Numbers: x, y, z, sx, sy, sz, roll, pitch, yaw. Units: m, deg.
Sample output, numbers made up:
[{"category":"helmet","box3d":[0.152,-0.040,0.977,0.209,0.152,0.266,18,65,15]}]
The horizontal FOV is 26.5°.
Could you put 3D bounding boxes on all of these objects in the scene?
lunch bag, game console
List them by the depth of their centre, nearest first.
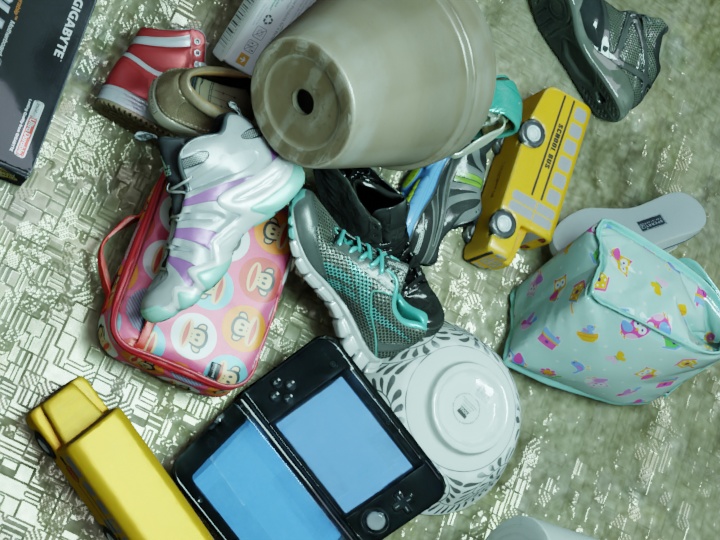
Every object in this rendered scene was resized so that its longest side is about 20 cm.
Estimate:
[{"category":"game console","box3d":[-0.044,0.196,1.442,0.175,0.116,0.201,-36,98,16]},{"category":"lunch bag","box3d":[-0.163,0.004,1.453,0.175,0.082,0.202,23,71,-15]},{"category":"lunch bag","box3d":[0.275,0.059,1.580,0.198,0.170,0.123,24,52,-18]}]

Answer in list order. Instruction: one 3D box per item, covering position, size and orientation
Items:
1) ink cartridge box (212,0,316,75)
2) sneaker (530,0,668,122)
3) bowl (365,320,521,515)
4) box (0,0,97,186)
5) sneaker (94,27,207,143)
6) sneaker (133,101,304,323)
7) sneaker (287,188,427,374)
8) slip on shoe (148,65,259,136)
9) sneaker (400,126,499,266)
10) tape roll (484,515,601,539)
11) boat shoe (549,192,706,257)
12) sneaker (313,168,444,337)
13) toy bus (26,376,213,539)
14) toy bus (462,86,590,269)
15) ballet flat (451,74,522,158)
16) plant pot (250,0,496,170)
[{"category":"ink cartridge box","box3d":[-0.015,-0.251,1.521,0.199,0.043,0.199,27,101,-34]},{"category":"sneaker","box3d":[0.266,-0.276,1.696,0.114,0.076,0.200,-39,100,-27]},{"category":"bowl","box3d":[0.091,0.142,1.530,0.198,0.094,0.204,4,80,-24]},{"category":"box","box3d":[-0.366,-0.208,1.415,0.197,0.050,0.202,24,72,-18]},{"category":"sneaker","box3d":[-0.147,-0.162,1.491,0.199,0.071,0.113,28,74,-15]},{"category":"sneaker","box3d":[-0.160,-0.063,1.367,0.140,0.078,0.200,45,74,-15]},{"category":"sneaker","box3d":[0.000,0.000,1.459,0.201,0.090,0.078,60,20,-26]},{"category":"slip on shoe","box3d":[-0.102,-0.153,1.440,0.198,0.060,0.077,13,68,-37]},{"category":"sneaker","box3d":[0.097,-0.089,1.595,0.083,0.070,0.201,44,68,-24]},{"category":"tape roll","box3d":[0.190,0.352,1.477,0.138,0.202,0.205,21,73,-20]},{"category":"boat shoe","box3d":[0.283,-0.034,1.664,0.198,0.066,0.072,-19,66,-29]},{"category":"sneaker","box3d":[0.021,-0.031,1.506,0.200,0.104,0.060,46,51,10]},{"category":"toy bus","box3d":[-0.216,0.192,1.383,0.065,0.078,0.201,-37,97,-25]},{"category":"toy bus","box3d":[0.176,-0.094,1.627,0.078,0.065,0.202,26,71,-19]},{"category":"ballet flat","box3d":[0.070,-0.143,1.530,0.198,0.068,0.071,-13,62,-5]},{"category":"plant pot","box3d":[-0.005,-0.172,1.385,0.173,0.199,0.202,-28,93,-48]}]
